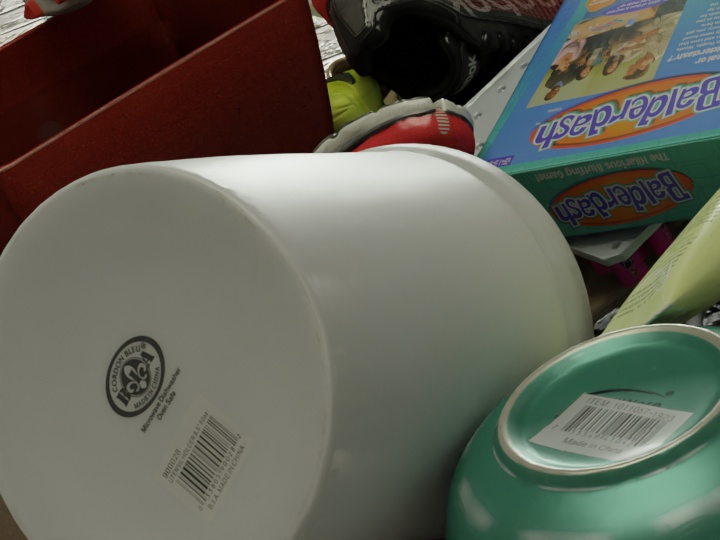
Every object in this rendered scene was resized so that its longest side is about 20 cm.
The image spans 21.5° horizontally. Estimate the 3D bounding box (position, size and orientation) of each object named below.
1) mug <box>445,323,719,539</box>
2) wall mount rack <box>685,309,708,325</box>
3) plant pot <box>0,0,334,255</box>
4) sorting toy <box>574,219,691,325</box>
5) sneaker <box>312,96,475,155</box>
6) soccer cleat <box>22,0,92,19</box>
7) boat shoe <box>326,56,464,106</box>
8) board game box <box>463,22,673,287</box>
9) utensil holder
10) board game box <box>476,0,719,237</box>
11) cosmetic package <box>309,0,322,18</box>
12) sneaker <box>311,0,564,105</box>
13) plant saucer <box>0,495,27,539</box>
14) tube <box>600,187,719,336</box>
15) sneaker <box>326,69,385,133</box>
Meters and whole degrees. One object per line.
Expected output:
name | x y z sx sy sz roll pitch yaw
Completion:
mug | 0.121 0.084 0.661 0.185 0.115 0.152 -20 24 8
wall mount rack | 0.220 -0.002 0.799 0.200 0.075 0.174 -12 30 26
plant pot | -0.123 -0.042 1.062 0.200 0.177 0.200 -34 27 -22
sorting toy | 0.101 -0.013 0.984 0.200 0.037 0.185 -28 24 -21
sneaker | 0.000 0.000 0.922 0.200 0.077 0.085 -51 47 35
soccer cleat | -0.119 -0.189 1.064 0.200 0.069 0.078 -6 26 39
boat shoe | 0.040 -0.094 1.156 0.072 0.065 0.200 -33 26 -20
board game box | 0.139 -0.084 0.964 0.200 0.026 0.200 -43 30 -14
utensil holder | -0.026 0.035 0.735 0.170 0.171 0.200 -8 -1 31
board game box | 0.152 -0.101 0.902 0.152 0.045 0.200 -7 38 40
cosmetic package | 0.070 -0.190 1.178 0.150 0.052 0.200 12 -13 -24
sneaker | 0.070 -0.128 1.081 0.200 0.071 0.098 10 41 -20
plant saucer | -0.144 0.083 0.900 0.200 0.032 0.201 -11 63 22
tube | 0.167 -0.026 0.761 0.200 0.058 0.052 -37 43 -26
sneaker | -0.029 -0.063 1.150 0.074 0.084 0.200 -34 8 -17
